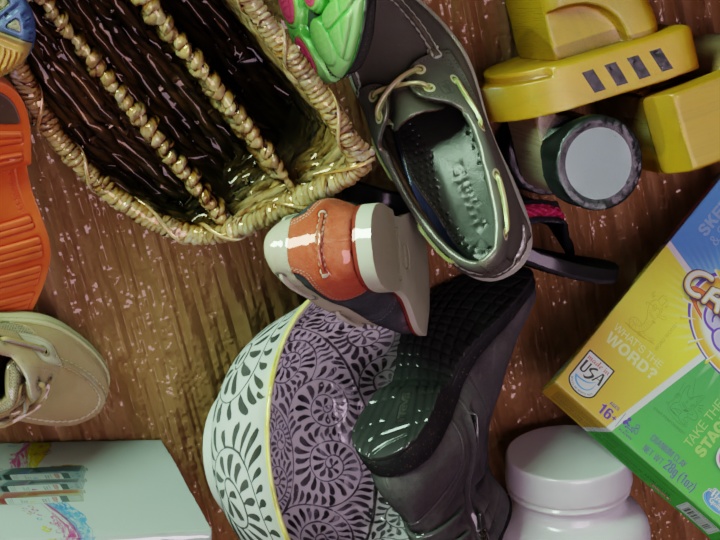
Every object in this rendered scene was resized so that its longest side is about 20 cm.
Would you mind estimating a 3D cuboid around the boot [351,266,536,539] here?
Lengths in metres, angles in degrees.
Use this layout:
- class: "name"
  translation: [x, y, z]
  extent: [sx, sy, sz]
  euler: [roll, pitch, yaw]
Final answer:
- class: "boot"
  translation: [0.067, 0.100, 1.195]
  extent: [0.200, 0.069, 0.132]
  euler: [-51, 130, -37]

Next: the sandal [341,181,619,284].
- class: "sandal"
  translation: [0.085, -0.034, 1.187]
  extent: [0.199, 0.075, 0.045]
  euler: [19, 91, -21]

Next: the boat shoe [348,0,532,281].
- class: "boat shoe"
  translation: [0.040, -0.088, 1.108]
  extent: [0.072, 0.060, 0.203]
  euler: [-28, 82, 13]

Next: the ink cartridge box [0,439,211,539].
- class: "ink cartridge box"
  translation: [-0.202, 0.196, 1.127]
  extent: [0.198, 0.145, 0.146]
  euler: [1, 108, -19]

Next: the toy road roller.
- class: "toy road roller"
  translation: [0.167, -0.130, 1.155]
  extent: [0.199, 0.123, 0.147]
  euler: [-18, 102, -11]

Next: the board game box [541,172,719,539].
- class: "board game box"
  translation: [0.238, 0.051, 1.219]
  extent: [0.153, 0.040, 0.200]
  euler: [40, 75, 3]

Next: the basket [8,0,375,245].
- class: "basket"
  translation: [-0.114, -0.106, 1.049]
  extent: [0.142, 0.149, 0.200]
  euler: [-38, 117, -2]

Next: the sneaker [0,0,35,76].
- class: "sneaker"
  translation: [-0.262, -0.166, 0.992]
  extent: [0.199, 0.088, 0.076]
  euler: [26, 97, -7]

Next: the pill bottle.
- class: "pill bottle"
  translation: [0.141, 0.214, 1.270]
  extent: [0.111, 0.112, 0.202]
  euler: [-8, 111, -16]

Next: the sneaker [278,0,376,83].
- class: "sneaker"
  translation: [0.007, -0.204, 1.069]
  extent: [0.083, 0.077, 0.202]
  euler: [15, 79, -35]

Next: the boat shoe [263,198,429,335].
- class: "boat shoe"
  translation: [0.000, 0.000, 1.093]
  extent: [0.062, 0.200, 0.072]
  euler: [-7, 80, 13]

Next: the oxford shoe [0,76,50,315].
- class: "oxford shoe"
  translation: [-0.224, -0.041, 1.085]
  extent: [0.071, 0.073, 0.201]
  euler: [-12, 131, -26]

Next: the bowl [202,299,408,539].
- class: "bowl"
  translation: [-0.037, 0.111, 1.163]
  extent: [0.094, 0.201, 0.202]
  euler: [-8, 120, 31]

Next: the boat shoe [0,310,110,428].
- class: "boat shoe"
  translation: [-0.215, 0.062, 1.086]
  extent: [0.071, 0.065, 0.200]
  euler: [-44, 144, 15]
